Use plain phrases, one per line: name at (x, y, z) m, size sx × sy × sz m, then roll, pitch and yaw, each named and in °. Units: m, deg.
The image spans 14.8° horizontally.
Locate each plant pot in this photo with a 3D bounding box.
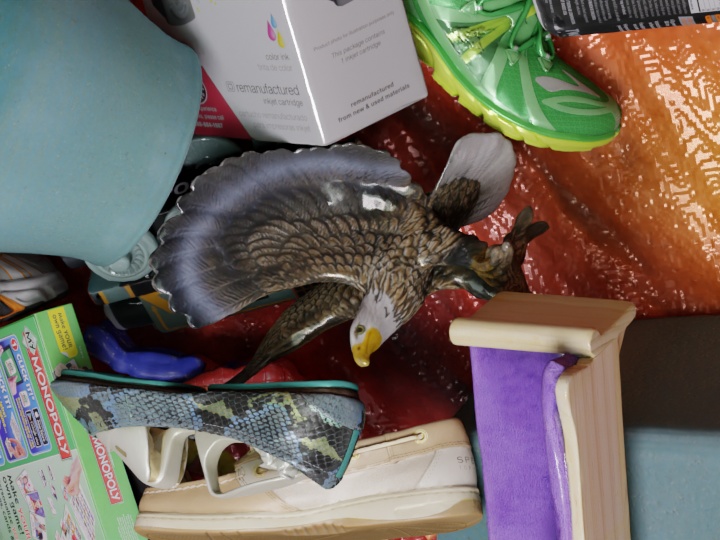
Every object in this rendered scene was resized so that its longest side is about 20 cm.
plant pot at (-0.196, -0.096, 1.517) m, size 0.188 × 0.200 × 0.200 m, roll 23°, pitch 115°, yaw -23°
plant pot at (0.151, 0.139, 1.615) m, size 0.199 × 0.196 × 0.197 m, roll 4°, pitch 112°, yaw 20°

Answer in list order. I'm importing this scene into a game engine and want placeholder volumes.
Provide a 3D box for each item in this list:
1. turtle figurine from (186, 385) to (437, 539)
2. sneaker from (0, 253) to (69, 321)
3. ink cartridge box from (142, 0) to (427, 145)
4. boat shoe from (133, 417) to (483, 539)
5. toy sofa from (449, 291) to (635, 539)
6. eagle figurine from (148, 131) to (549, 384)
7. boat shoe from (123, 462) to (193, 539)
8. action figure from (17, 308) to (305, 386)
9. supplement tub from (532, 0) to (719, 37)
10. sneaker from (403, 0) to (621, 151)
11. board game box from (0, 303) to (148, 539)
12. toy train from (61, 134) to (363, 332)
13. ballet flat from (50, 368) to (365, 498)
turtle figurine at (-0.045, 0.147, 1.663) m, size 0.200 × 0.065 × 0.161 m, roll 21°, pitch 158°, yaw 14°
sneaker at (-0.234, -0.009, 1.627) m, size 0.076 × 0.200 × 0.092 m, roll -22°, pitch 90°, yaw 14°
ink cartridge box at (-0.059, -0.178, 1.547) m, size 0.147 × 0.086 × 0.200 m, roll 8°, pitch 121°, yaw 52°
boat shoe at (-0.030, 0.118, 1.567) m, size 0.199 × 0.074 × 0.069 m, roll -5°, pitch 75°, yaw 9°
toy sofa at (0.097, 0.118, 1.472) m, size 0.083 × 0.098 × 0.201 m, roll 5°, pitch 113°, yaw 28°
eagle figurine at (-0.002, 0.003, 1.547) m, size 0.199 × 0.151 × 0.152 m, roll 0°, pitch 99°, yaw 18°
boat shoe at (-0.138, 0.160, 1.684) m, size 0.065 × 0.200 × 0.072 m, roll -29°, pitch 72°, yaw -20°
action figure at (-0.110, 0.063, 1.700) m, size 0.199 × 0.065 × 0.052 m, roll 9°, pitch 90°, yaw 9°
supplement tub at (0.191, -0.196, 1.508) m, size 0.199 × 0.123 × 0.123 m, roll -5°, pitch 110°, yaw 12°
sneaker at (0.074, -0.143, 1.577) m, size 0.200 × 0.074 × 0.084 m, roll 40°, pitch 117°, yaw -6°
board game box at (-0.183, 0.129, 1.653) m, size 0.134 × 0.029 × 0.201 m, roll -18°, pitch 89°, yaw 53°
toy train at (-0.078, -0.021, 1.643) m, size 0.199 × 0.085 × 0.114 m, roll -16°, pitch 130°, yaw 14°
ballet flat at (-0.091, 0.091, 1.531) m, size 0.200 × 0.074 × 0.074 m, roll 1°, pitch 113°, yaw 33°
